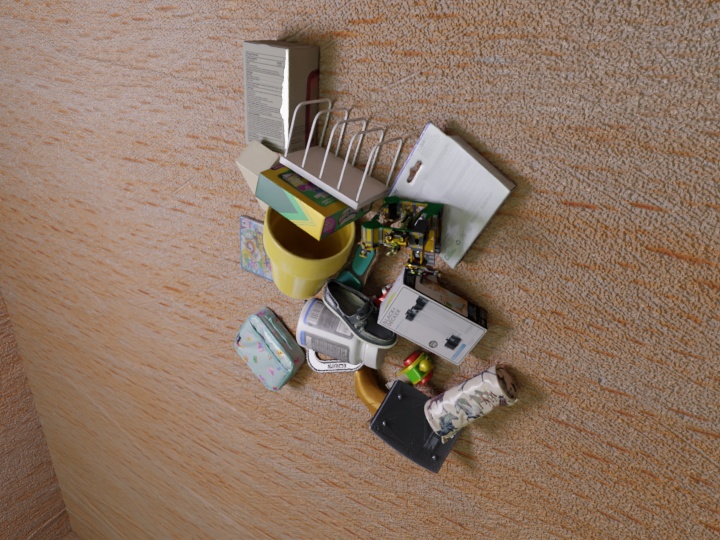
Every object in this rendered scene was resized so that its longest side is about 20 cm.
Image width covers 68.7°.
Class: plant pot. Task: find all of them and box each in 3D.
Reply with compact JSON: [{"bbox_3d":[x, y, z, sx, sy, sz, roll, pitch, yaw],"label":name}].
[{"bbox_3d":[-0.124,-0.045,1.163,0.200,0.200,0.191,40,143,12],"label":"plant pot"}]

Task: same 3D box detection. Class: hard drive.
[{"bbox_3d":[0.122,0.343,1.168,0.197,0.137,0.042,36,174,-14],"label":"hard drive"}]

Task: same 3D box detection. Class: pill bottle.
[{"bbox_3d":[-0.037,0.143,1.183,0.193,0.114,0.118,17,119,17],"label":"pill bottle"}]

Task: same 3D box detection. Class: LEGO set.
[{"bbox_3d":[0.079,-0.048,0.971,0.147,0.201,0.120,5,118,10],"label":"LEGO set"}]

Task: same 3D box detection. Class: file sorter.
[{"bbox_3d":[-0.035,-0.239,1.040,0.197,0.138,0.128,32,123,19],"label":"file sorter"}]

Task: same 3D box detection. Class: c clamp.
[{"bbox_3d":[-0.068,0.159,1.271,0.193,0.027,0.178,-1,79,26],"label":"c clamp"}]

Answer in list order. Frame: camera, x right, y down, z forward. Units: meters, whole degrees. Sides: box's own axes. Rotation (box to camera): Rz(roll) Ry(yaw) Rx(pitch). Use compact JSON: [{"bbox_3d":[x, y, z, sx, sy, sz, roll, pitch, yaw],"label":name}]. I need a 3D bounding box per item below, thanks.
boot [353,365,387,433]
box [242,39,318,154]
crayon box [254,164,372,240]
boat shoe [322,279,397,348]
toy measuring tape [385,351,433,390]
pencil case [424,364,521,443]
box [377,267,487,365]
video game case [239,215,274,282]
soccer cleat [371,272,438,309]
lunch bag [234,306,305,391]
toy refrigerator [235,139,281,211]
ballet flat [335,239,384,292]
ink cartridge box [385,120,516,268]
[{"bbox_3d":[0.063,0.308,1.239,0.140,0.070,0.209,-2,106,42],"label":"boot"},{"bbox_3d":[-0.165,-0.362,1.095,0.124,0.108,0.207,19,120,26],"label":"box"},{"bbox_3d":[-0.087,-0.156,1.071,0.170,0.199,0.060,35,126,16],"label":"crayon box"},{"bbox_3d":[-0.002,0.084,1.108,0.198,0.074,0.067,41,153,22],"label":"boat shoe"},{"bbox_3d":[0.117,0.231,1.199,0.074,0.073,0.200,49,151,6],"label":"toy measuring tape"},{"bbox_3d":[0.230,0.273,1.088,0.198,0.077,0.091,-36,77,26],"label":"pencil case"},{"bbox_3d":[0.143,0.094,1.059,0.195,0.061,0.118,29,125,-8],"label":"box"},{"bbox_3d":[-0.229,-0.044,1.336,0.195,0.018,0.148,20,120,26],"label":"video game case"},{"bbox_3d":[0.090,0.064,1.131,0.198,0.068,0.087,-33,91,36],"label":"soccer cleat"},{"bbox_3d":[-0.248,0.209,1.420,0.201,0.077,0.161,47,129,9],"label":"lunch bag"},{"bbox_3d":[-0.196,-0.190,1.151,0.075,0.071,0.201,33,165,18],"label":"toy refrigerator"},{"bbox_3d":[0.000,0.000,1.165,0.071,0.065,0.201,46,131,11],"label":"ballet flat"},{"bbox_3d":[0.162,-0.144,1.004,0.199,0.040,0.202,43,129,12],"label":"ink cartridge box"}]
